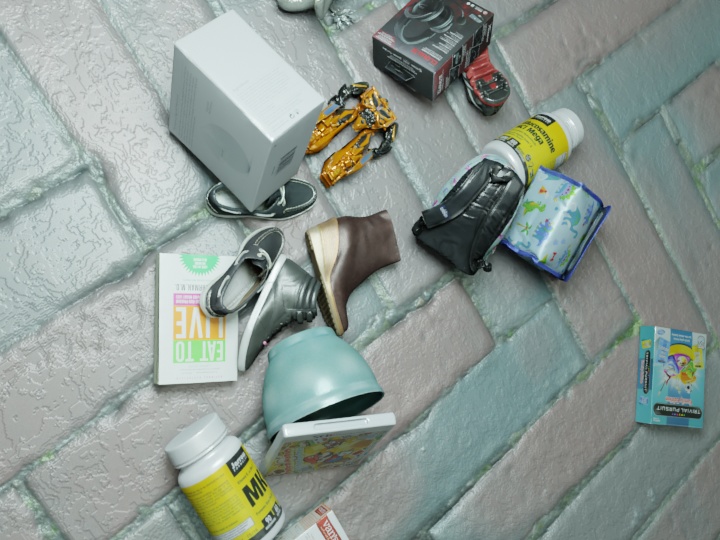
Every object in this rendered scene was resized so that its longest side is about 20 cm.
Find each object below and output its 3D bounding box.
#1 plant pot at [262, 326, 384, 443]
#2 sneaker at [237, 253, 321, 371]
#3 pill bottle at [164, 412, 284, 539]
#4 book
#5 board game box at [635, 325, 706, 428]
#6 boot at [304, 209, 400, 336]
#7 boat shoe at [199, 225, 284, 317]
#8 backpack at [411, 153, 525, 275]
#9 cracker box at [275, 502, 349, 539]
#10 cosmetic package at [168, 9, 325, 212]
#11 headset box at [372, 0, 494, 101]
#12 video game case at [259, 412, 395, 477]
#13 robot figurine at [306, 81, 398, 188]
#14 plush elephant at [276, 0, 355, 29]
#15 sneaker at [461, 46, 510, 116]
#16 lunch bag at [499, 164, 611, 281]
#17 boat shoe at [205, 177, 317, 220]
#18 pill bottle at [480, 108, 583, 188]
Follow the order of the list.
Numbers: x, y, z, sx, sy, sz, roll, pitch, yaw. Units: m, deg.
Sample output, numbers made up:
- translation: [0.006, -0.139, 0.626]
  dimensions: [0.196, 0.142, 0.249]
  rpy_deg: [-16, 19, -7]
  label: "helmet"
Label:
- translation: [-0.076, 0.176, 1.075]
  dimensions: [0.197, 0.201, 0.136]
  rpy_deg: [-16, 68, -22]
  label: "plant pot"
- translation: [-0.129, 0.084, 1.096]
  dimensions: [0.098, 0.071, 0.203]
  rpy_deg: [24, 83, -2]
  label: "sneaker"
- translation: [-0.212, 0.334, 1.035]
  dimensions: [0.113, 0.114, 0.202]
  rpy_deg: [-33, 98, -20]
  label: "pill bottle"
- translation: [-0.264, 0.078, 1.077]
  dimensions: [0.131, 0.048, 0.205]
  rpy_deg: [2, 84, -28]
  label: "book"
- translation: [0.670, 0.230, 1.432]
  dimensions: [0.148, 0.047, 0.205]
  rpy_deg: [8, 82, -21]
  label: "board game box"
- translation: [0.000, 0.000, 1.169]
  dimensions: [0.163, 0.072, 0.204]
  rpy_deg: [-12, 87, -20]
  label: "boot"
- translation: [-0.179, -0.002, 1.081]
  dimensions: [0.200, 0.060, 0.075]
  rpy_deg: [-48, 118, -36]
  label: "boat shoe"
- translation: [0.204, -0.115, 1.208]
  dimensions: [0.165, 0.127, 0.201]
  rpy_deg: [32, 107, -10]
  label: "backpack"
- translation: [-0.101, 0.505, 1.096]
  dimensions: [0.198, 0.058, 0.136]
  rpy_deg: [-33, 98, -21]
  label: "cracker box"
- translation: [-0.181, -0.238, 1.017]
  dimensions: [0.200, 0.200, 0.123]
  rpy_deg: [43, 60, 4]
  label: "cosmetic package"
- translation: [0.126, -0.416, 1.219]
  dimensions: [0.148, 0.078, 0.200]
  rpy_deg: [37, 70, 21]
  label: "headset box"
- translation: [-0.057, 0.282, 1.064]
  dimensions: [0.178, 0.201, 0.023]
  rpy_deg: [-1, 58, -21]
  label: "video game case"
- translation: [-0.015, -0.248, 1.192]
  dimensions: [0.200, 0.058, 0.146]
  rpy_deg: [-44, 103, -18]
  label: "robot figurine"
- translation: [-0.068, -0.517, 1.140]
  dimensions: [0.199, 0.154, 0.166]
  rpy_deg: [37, 74, -14]
  label: "plush elephant"
- translation: [0.226, -0.386, 1.295]
  dimensions: [0.070, 0.098, 0.203]
  rpy_deg: [-20, 69, -3]
  label: "sneaker"
- translation: [0.388, -0.078, 1.282]
  dimensions: [0.199, 0.127, 0.172]
  rpy_deg: [22, 101, -49]
  label: "lunch bag"
- translation: [-0.160, -0.122, 1.122]
  dimensions: [0.196, 0.060, 0.077]
  rpy_deg: [-12, 90, -22]
  label: "boat shoe"
- translation: [0.339, -0.238, 1.304]
  dimensions: [0.198, 0.112, 0.114]
  rpy_deg: [-32, 97, -21]
  label: "pill bottle"
